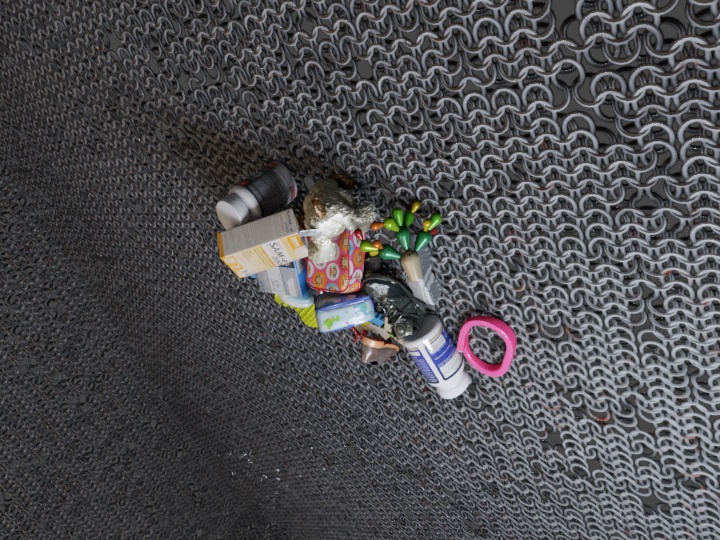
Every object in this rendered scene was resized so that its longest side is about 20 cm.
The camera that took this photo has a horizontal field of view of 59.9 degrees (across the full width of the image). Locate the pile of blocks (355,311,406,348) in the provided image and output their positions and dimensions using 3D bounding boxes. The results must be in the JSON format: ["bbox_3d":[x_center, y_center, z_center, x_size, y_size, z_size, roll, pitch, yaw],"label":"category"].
[{"bbox_3d":[0.068,0.139,1.719,0.195,0.062,0.084,17,127,14],"label":"pile of blocks"}]

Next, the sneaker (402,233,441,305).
[{"bbox_3d":[0.129,0.001,1.505,0.081,0.075,0.203,8,132,37],"label":"sneaker"}]

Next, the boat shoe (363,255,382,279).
[{"bbox_3d":[0.000,0.000,1.646,0.200,0.070,0.062,-9,78,61],"label":"boat shoe"}]

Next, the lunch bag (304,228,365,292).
[{"bbox_3d":[-0.074,-0.048,1.573,0.173,0.081,0.206,6,95,35],"label":"lunch bag"}]

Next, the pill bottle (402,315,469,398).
[{"bbox_3d":[0.201,0.228,1.630,0.114,0.116,0.202,-9,119,48],"label":"pill bottle"}]

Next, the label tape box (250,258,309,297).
[{"bbox_3d":[-0.240,-0.013,1.676,0.195,0.066,0.146,6,126,21],"label":"label tape box"}]

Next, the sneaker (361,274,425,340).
[{"bbox_3d":[0.083,0.094,1.552,0.198,0.116,0.076,38,130,-26],"label":"sneaker"}]

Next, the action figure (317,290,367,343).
[{"bbox_3d":[-0.061,0.127,1.847,0.201,0.052,0.065,53,147,-8],"label":"action figure"}]

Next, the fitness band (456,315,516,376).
[{"bbox_3d":[0.312,0.186,1.548,0.141,0.038,0.203,27,142,22],"label":"fitness band"}]

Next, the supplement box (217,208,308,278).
[{"bbox_3d":[-0.235,-0.063,1.530,0.126,0.195,0.075,61,-168,-63],"label":"supplement box"}]

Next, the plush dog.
[{"bbox_3d":[-0.083,-0.145,1.466,0.160,0.199,0.173,44,-168,-37],"label":"plush dog"}]

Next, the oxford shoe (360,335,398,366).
[{"bbox_3d":[0.048,0.228,1.744,0.070,0.075,0.199,15,177,29],"label":"oxford shoe"}]

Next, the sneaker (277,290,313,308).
[{"bbox_3d":[-0.207,0.014,1.765,0.198,0.080,0.132,34,140,7],"label":"sneaker"}]

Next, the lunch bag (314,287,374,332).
[{"bbox_3d":[-0.040,0.095,1.646,0.157,0.200,0.085,-12,98,2],"label":"lunch bag"}]

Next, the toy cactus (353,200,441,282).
[{"bbox_3d":[0.095,-0.057,1.395,0.102,0.196,0.169,171,80,-77],"label":"toy cactus"}]

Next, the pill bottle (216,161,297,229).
[{"bbox_3d":[-0.264,-0.183,1.589,0.112,0.200,0.116,27,139,26],"label":"pill bottle"}]

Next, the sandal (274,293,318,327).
[{"bbox_3d":[-0.176,0.095,1.909,0.079,0.088,0.200,-36,118,19],"label":"sandal"}]
